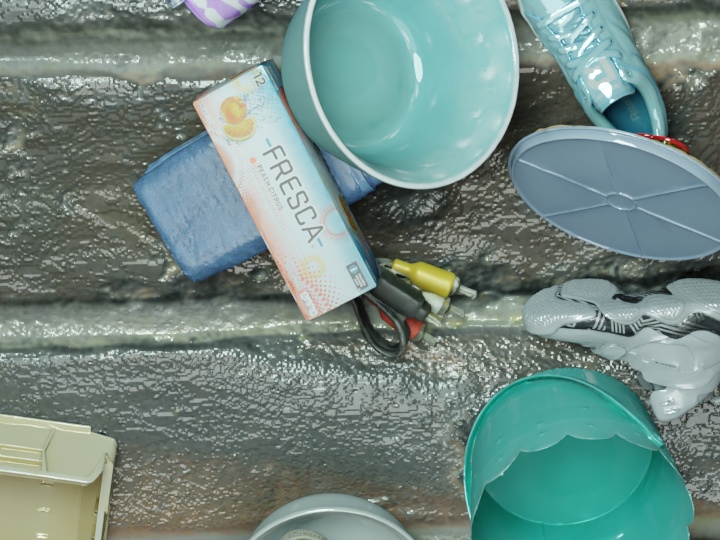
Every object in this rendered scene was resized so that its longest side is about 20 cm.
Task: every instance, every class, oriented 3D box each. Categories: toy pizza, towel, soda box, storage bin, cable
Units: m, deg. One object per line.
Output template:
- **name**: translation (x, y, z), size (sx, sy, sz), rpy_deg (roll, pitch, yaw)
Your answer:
- **toy pizza**: translation (0.219, -0.069, 1.407), size (0.198, 0.032, 0.201), rpy_deg (18, 158, 7)
- **towel**: translation (-0.082, -0.079, 1.432), size (0.198, 0.049, 0.113), rpy_deg (-27, 97, 10)
- **soda box**: translation (-0.057, -0.066, 1.375), size (0.068, 0.064, 0.202), rpy_deg (-26, 98, 9)
- **storage bin**: translation (-0.335, 0.242, 1.576), size (0.196, 0.094, 0.202), rpy_deg (8, 116, -5)
- **cable**: translation (0.000, 0.000, 1.499), size (0.199, 0.050, 0.097), rpy_deg (36, 119, -5)

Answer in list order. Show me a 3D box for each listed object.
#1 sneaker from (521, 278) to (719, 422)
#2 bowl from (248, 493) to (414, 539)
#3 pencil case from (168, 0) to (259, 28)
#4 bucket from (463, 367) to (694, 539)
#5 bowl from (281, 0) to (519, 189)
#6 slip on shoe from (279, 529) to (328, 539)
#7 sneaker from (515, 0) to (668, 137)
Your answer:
- **sneaker**: translation (0.240, 0.072, 1.509), size (0.197, 0.075, 0.116), rpy_deg (-2, 115, -4)
- **bowl**: translation (-0.028, 0.283, 1.604), size (0.198, 0.091, 0.203), rpy_deg (0, 117, 0)
- **pencil case**: translation (-0.065, -0.273, 1.329), size (0.199, 0.084, 0.086), rpy_deg (-33, 90, 13)
- **bucket**: translation (0.190, 0.196, 1.538), size (0.204, 0.135, 0.209), rpy_deg (-1, 117, -2)
- **bowl**: translation (0.016, -0.161, 1.343), size (0.199, 0.105, 0.204), rpy_deg (2, 86, -33)
- **slip on shoe**: translation (-0.062, 0.331, 1.544), size (0.075, 0.061, 0.202), rpy_deg (11, 116, -6)
- **sneaker**: translation (0.194, -0.172, 1.380), size (0.074, 0.082, 0.200), rpy_deg (-36, 113, 15)
